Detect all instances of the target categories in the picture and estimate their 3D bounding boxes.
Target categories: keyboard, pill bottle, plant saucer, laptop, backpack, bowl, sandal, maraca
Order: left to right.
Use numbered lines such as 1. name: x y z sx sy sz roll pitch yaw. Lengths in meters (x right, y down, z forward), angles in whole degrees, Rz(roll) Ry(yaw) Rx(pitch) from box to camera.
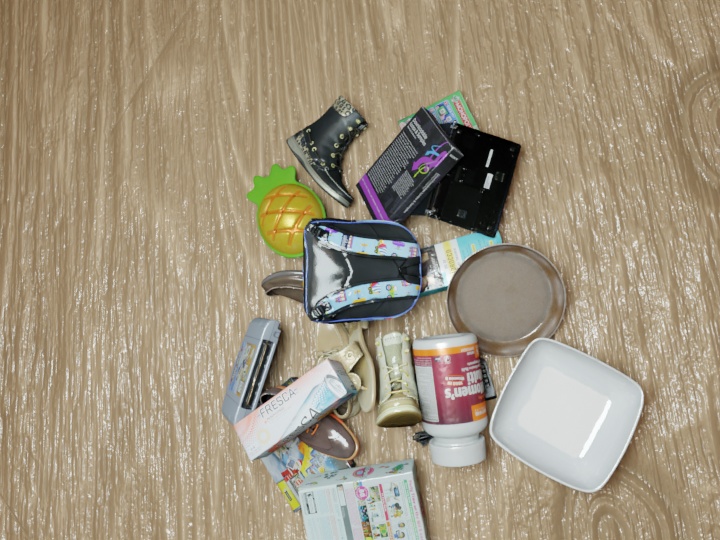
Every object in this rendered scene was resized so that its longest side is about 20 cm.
1. maraca: -0.145 -0.118 1.042 0.137 0.107 0.201 -30 74 1
2. sandal: -0.023 0.151 0.940 0.069 0.078 0.213 10 49 -18
3. backpack: 0.000 0.000 0.922 0.199 0.135 0.184 -2 87 -8
4. keyboard: 0.142 0.239 0.947 0.199 0.021 0.128 -18 76 12
5. laptop: 0.164 -0.166 0.976 0.199 0.103 0.178 17 85 -2
6. pill bottle: 0.151 0.209 0.878 0.109 0.110 0.201 -8 86 14
7. plant saucer: 0.248 0.050 0.916 0.199 0.032 0.202 2 104 9
8. bowl: 0.331 0.232 0.869 0.199 0.075 0.201 27 87 18

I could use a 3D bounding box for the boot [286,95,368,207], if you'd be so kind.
1. boot: -0.041 -0.239 1.049 0.154 0.073 0.204 -41 66 7

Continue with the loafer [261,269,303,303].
1. loafer: -0.098 0.038 1.019 0.199 0.073 0.072 -4 78 15

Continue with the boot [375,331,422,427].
1. boot: 0.059 0.177 0.875 0.072 0.200 0.156 -5 72 4

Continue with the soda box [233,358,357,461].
1. soda box: -0.107 0.230 0.877 0.200 0.064 0.069 -37 70 7

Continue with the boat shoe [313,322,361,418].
1. boat shoe: -0.045 0.173 0.986 0.071 0.065 0.201 -21 76 11

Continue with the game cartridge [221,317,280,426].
1. game cartridge: -0.209 0.187 0.998 0.041 0.133 0.201 22 78 -27

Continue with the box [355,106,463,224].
1. box: 0.083 -0.180 0.967 0.200 0.036 0.143 -48 43 26

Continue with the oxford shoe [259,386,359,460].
1. oxford shoe: -0.095 0.275 0.937 0.199 0.073 0.072 26 87 17

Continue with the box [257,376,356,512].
1. box: -0.121 0.322 0.994 0.136 0.038 0.200 -39 73 5

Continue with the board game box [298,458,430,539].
1. board game box: 0.008 0.419 0.907 0.199 0.064 0.149 -11 89 8

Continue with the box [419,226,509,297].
1. box: 0.163 -0.010 0.970 0.199 0.049 0.083 -16 76 12

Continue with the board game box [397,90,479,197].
1. board game box: 0.170 -0.228 1.017 0.134 0.029 0.201 -24 75 9
